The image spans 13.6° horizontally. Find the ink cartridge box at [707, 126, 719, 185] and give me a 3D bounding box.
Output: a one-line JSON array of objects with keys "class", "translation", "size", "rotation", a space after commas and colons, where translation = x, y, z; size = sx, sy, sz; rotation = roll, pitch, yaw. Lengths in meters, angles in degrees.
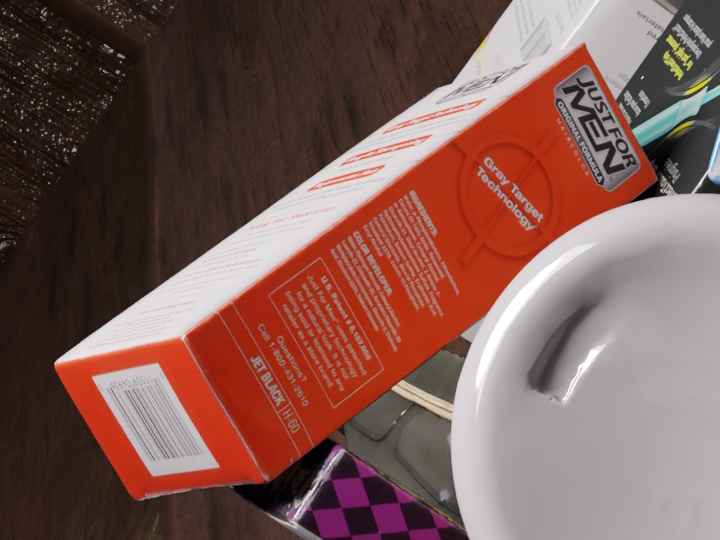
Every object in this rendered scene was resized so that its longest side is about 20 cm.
[{"class": "ink cartridge box", "translation": [0.174, -0.066, 0.955], "size": [0.200, 0.066, 0.117], "rotation": [10, -84, -71]}]

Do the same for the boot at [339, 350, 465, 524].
[{"class": "boot", "translation": [0.005, 0.103, 1.281], "size": [0.139, 0.077, 0.200], "rotation": [-64, 14, -6]}]

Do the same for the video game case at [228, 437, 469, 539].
[{"class": "video game case", "translation": [0.042, 0.117, 1.089], "size": [0.036, 0.199, 0.181], "rotation": [-56, 14, -4]}]

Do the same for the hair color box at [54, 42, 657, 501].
[{"class": "hair color box", "translation": [0.000, 0.000, 1.060], "size": [0.200, 0.061, 0.101], "rotation": [-37, 13, -30]}]

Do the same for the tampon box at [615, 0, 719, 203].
[{"class": "tampon box", "translation": [0.168, -0.031, 1.123], "size": [0.201, 0.126, 0.150], "rotation": [-56, 14, 12]}]

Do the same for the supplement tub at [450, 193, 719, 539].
[{"class": "supplement tub", "translation": [0.117, 0.058, 0.945], "size": [0.145, 0.144, 0.200], "rotation": [-57, -16, 4]}]

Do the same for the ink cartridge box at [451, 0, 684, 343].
[{"class": "ink cartridge box", "translation": [0.097, -0.072, 1.526], "size": [0.200, 0.087, 0.145], "rotation": [-52, 15, 17]}]
